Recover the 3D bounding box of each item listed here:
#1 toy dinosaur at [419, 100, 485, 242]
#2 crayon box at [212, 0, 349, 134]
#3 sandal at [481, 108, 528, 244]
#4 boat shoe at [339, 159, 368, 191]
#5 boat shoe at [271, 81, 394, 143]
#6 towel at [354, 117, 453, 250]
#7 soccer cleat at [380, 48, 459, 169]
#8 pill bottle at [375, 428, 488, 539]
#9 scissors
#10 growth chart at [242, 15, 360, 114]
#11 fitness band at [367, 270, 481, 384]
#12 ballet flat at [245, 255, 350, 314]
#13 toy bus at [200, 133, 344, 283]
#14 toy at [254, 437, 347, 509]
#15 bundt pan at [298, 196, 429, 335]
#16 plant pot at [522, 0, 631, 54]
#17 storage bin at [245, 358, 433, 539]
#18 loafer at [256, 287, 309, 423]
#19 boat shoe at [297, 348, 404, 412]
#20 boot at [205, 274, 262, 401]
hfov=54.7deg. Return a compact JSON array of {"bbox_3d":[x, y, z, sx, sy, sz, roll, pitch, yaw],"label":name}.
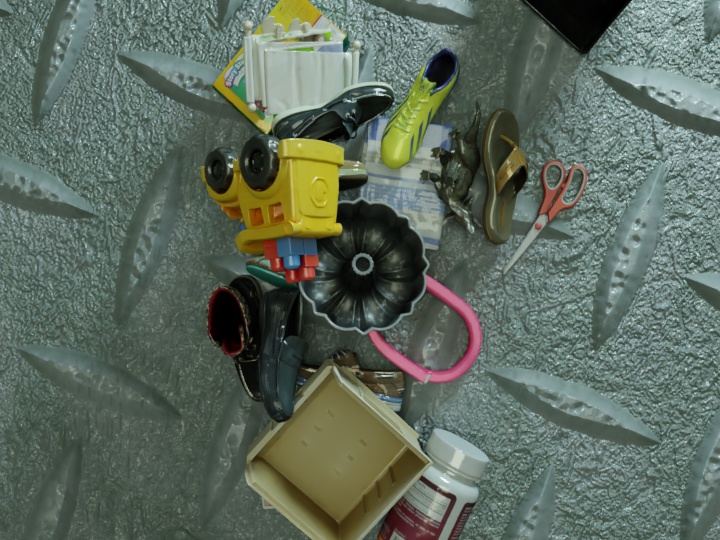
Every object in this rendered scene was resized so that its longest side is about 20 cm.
[{"bbox_3d":[0.149,-0.156,1.071,0.076,0.102,0.205,1,77,34],"label":"toy dinosaur"},{"bbox_3d":[-0.124,-0.322,1.094,0.118,0.058,0.201,41,93,3],"label":"crayon box"},{"bbox_3d":[0.225,-0.141,1.058,0.053,0.079,0.206,6,96,48],"label":"sandal"},{"bbox_3d":[-0.084,-0.167,1.087,0.195,0.072,0.078,0,77,7],"label":"boat shoe"},{"bbox_3d":[-0.035,-0.223,1.049,0.195,0.075,0.067,-16,56,-7],"label":"boat shoe"},{"bbox_3d":[0.067,-0.137,1.100,0.143,0.024,0.205,7,91,3],"label":"towel"},{"bbox_3d":[0.087,-0.248,1.052,0.064,0.084,0.203,30,80,6],"label":"soccer cleat"},{"bbox_3d":[0.110,0.354,1.055,0.112,0.114,0.203,26,92,3],"label":"pill bottle"},{"bbox_3d":[0.291,-0.076,1.090,0.072,0.014,0.204,22,90,1],"label":"scissors"},{"bbox_3d":[-0.085,-0.299,1.045,0.196,0.018,0.148,-1,113,-25],"label":"growth chart"},{"bbox_3d":[0.096,0.088,1.093,0.198,0.037,0.145,35,92,2],"label":"fitness band"},{"bbox_3d":[-0.082,0.013,1.096,0.197,0.069,0.072,28,74,-1],"label":"ballet flat"},{"bbox_3d":[-0.120,-0.079,0.971,0.197,0.134,0.197,-5,90,40],"label":"toy bus"},{"bbox_3d":[-0.068,0.315,1.099,0.195,0.047,0.118,-7,92,4],"label":"toy"},{"bbox_3d":[0.000,0.000,1.038,0.196,0.076,0.207,1,75,-5],"label":"bundt pan"},{"bbox_3d":[0.339,-0.482,1.003,0.199,0.200,0.178,42,82,3],"label":"plant pot"},{"bbox_3d":[-0.036,0.271,1.019,0.198,0.094,0.200,42,95,-11],"label":"storage bin"},{"bbox_3d":[-0.109,0.117,1.012,0.069,0.068,0.205,-14,59,18],"label":"loafer"},{"bbox_3d":[-0.025,0.162,1.090,0.195,0.072,0.074,16,86,-7],"label":"boat shoe"},{"bbox_3d":[-0.178,0.109,1.053,0.071,0.151,0.205,-7,90,4],"label":"boot"}]
